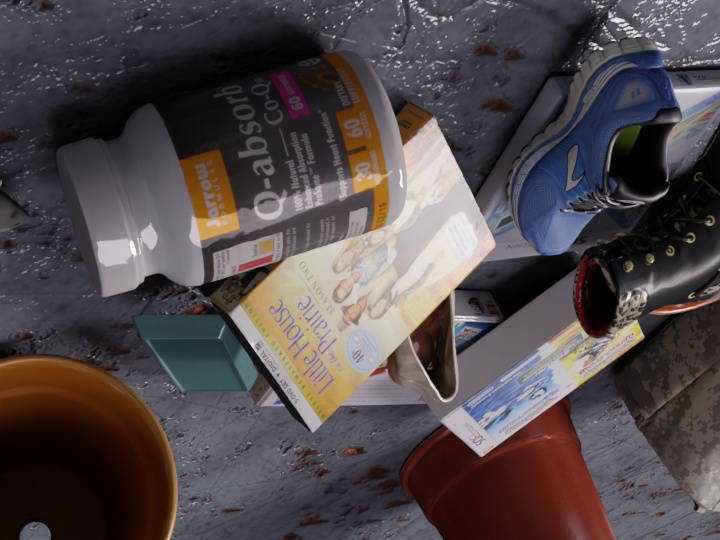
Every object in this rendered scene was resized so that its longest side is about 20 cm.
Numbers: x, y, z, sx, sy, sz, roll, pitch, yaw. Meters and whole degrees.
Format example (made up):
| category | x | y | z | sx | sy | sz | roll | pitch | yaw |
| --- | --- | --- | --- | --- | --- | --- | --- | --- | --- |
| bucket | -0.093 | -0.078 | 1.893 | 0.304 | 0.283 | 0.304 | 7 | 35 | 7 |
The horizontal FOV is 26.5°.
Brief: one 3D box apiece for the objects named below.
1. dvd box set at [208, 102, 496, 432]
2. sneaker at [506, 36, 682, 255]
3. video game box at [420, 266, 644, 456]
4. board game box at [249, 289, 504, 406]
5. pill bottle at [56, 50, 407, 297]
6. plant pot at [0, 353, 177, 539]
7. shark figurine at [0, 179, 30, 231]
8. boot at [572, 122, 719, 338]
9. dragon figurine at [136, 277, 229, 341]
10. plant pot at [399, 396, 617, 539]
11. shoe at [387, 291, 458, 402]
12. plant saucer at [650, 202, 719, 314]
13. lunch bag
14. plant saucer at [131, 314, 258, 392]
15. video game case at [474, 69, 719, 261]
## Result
| category | x | y | z | sx | sy | sz | roll | pitch | yaw |
| --- | --- | --- | --- | --- | --- | --- | --- | --- | --- |
| dvd box set | 0.000 | 0.000 | 1.081 | 0.200 | 0.029 | 0.147 | -44 | 135 | -14 |
| sneaker | 0.170 | -0.071 | 1.107 | 0.078 | 0.090 | 0.201 | -9 | 147 | -25 |
| video game box | 0.159 | 0.082 | 1.390 | 0.199 | 0.047 | 0.182 | -37 | 159 | 4 |
| board game box | 0.014 | 0.066 | 1.299 | 0.199 | 0.035 | 0.126 | 4 | 137 | -42 |
| pill bottle | -0.080 | -0.057 | 0.950 | 0.198 | 0.117 | 0.117 | -18 | 150 | -15 |
| plant pot | -0.242 | 0.185 | 1.150 | 0.198 | 0.202 | 0.183 | -16 | 164 | -16 |
| shark figurine | -0.246 | -0.051 | 0.848 | 0.127 | 0.214 | 0.090 | 14 | 97 | -11 |
| boot | 0.258 | -0.037 | 1.231 | 0.153 | 0.074 | 0.205 | -20 | 140 | -29 |
| dragon figurine | -0.069 | 0.015 | 1.130 | 0.200 | 0.059 | 0.099 | -42 | 147 | 22 |
| plant pot | 0.168 | 0.259 | 1.564 | 0.199 | 0.196 | 0.202 | -19 | 149 | -12 |
| shoe | 0.051 | 0.023 | 1.202 | 0.069 | 0.053 | 0.201 | -27 | 135 | -22 |
| plant saucer | 0.328 | -0.032 | 1.398 | 0.198 | 0.033 | 0.201 | -19 | 150 | -11 |
| lunch bag | 0.379 | 0.129 | 1.553 | 0.139 | 0.169 | 0.200 | 11 | 135 | -46 |
| plant saucer | -0.119 | 0.064 | 1.135 | 0.069 | 0.019 | 0.200 | -1 | 163 | 2 |
| video game case | 0.181 | -0.080 | 1.215 | 0.181 | 0.022 | 0.201 | -7 | 145 | -31 |
